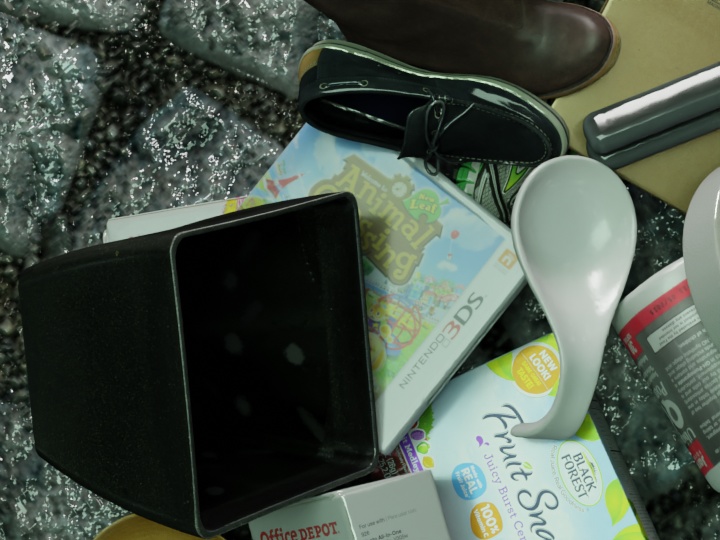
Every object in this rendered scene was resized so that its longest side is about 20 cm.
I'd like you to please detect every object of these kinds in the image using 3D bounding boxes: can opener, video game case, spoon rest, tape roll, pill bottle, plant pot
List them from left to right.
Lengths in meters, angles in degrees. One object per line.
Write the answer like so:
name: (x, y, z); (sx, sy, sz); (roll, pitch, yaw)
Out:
plant pot: (-0.123, 0.058, 1.640); (0.177, 0.200, 0.200); (1, 101, 36)
video game case: (0.000, 0.000, 1.715); (0.200, 0.022, 0.182); (39, 93, 15)
spoon rest: (0.144, 0.020, 1.656); (0.099, 0.061, 0.200); (4, 92, -26)
can opener: (0.248, -0.131, 1.685); (0.200, 0.053, 0.067); (-26, 57, -2)
pill bottle: (0.270, 0.087, 1.671); (0.111, 0.111, 0.200); (-33, 76, 9)
tape roll: (0.309, 0.007, 1.637); (0.037, 0.203, 0.203); (-36, 72, 49)

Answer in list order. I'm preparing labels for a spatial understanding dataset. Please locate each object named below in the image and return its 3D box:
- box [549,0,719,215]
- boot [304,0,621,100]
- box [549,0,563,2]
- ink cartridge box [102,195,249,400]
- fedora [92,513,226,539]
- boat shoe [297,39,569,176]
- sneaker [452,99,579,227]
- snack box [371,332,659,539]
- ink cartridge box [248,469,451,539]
box: (0.250, -0.123, 1.715); (0.200, 0.021, 0.164); (29, 90, -3)
boot: (0.063, -0.173, 1.661); (0.200, 0.166, 0.073); (6, 83, 33)
box: (0.078, -0.302, 1.722); (0.130, 0.199, 0.200); (6, 83, 17)
ink cartridge box: (-0.079, 0.021, 1.786); (0.200, 0.083, 0.146); (-9, 82, 13)
fedora: (-0.154, 0.278, 1.753); (0.200, 0.082, 0.201); (3, 95, 31)
boat shoe: (0.048, -0.105, 1.682); (0.200, 0.075, 0.062); (17, 47, 2)
sneaker: (0.119, -0.077, 1.749); (0.085, 0.078, 0.200); (16, 87, 16)
snack box: (0.112, 0.169, 1.726); (0.168, 0.068, 0.200); (-25, 79, 12)
ink cartridge box: (0.010, 0.250, 1.686); (0.084, 0.146, 0.200); (-13, 87, -32)
